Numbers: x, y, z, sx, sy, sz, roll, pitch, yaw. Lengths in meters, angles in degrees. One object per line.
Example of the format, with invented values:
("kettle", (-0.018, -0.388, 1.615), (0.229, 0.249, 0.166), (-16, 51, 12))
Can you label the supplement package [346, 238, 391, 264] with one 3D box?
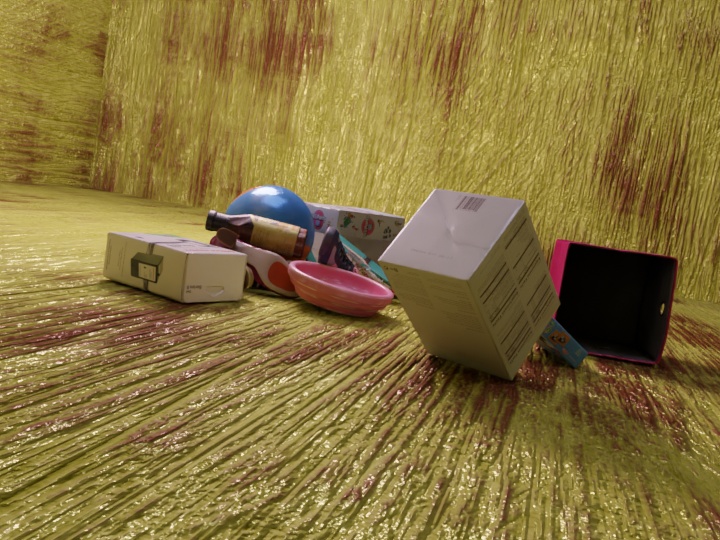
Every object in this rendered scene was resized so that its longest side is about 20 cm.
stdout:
("supplement package", (0.021, -0.030, 1.856), (0.199, 0.118, 0.117), (11, 7, 19))

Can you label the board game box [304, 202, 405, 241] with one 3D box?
("board game box", (-0.019, -0.113, 1.751), (0.199, 0.065, 0.147), (4, 8, -39))

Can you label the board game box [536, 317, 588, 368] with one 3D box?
("board game box", (0.272, 0.067, 1.245), (0.200, 0.037, 0.151), (43, 0, -11))

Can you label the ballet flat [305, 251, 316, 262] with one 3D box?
("ballet flat", (-0.161, -0.072, 1.768), (0.064, 0.201, 0.076), (-17, 20, 14))

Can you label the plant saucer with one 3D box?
("plant saucer", (-0.040, 0.036, 1.373), (0.200, 0.051, 0.201), (17, 8, -3))

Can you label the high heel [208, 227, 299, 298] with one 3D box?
("high heel", (-0.200, -0.007, 1.435), (0.200, 0.067, 0.096), (40, -25, -4))

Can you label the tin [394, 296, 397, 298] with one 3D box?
("tin", (0.082, 0.039, 1.709), (0.199, 0.042, 0.112), (7, 2, -18))

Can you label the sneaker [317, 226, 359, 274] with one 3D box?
("sneaker", (-0.038, -0.016, 1.503), (0.082, 0.070, 0.200), (19, -27, 11))

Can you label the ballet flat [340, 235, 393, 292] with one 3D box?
("ballet flat", (0.000, 0.000, 1.608), (0.200, 0.064, 0.076), (39, 18, 8))

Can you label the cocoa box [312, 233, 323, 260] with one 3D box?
("cocoa box", (-0.075, -0.072, 2.019), (0.199, 0.134, 0.131), (11, 5, 14))

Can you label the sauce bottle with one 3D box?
("sauce bottle", (-0.205, -0.076, 1.483), (0.199, 0.066, 0.066), (15, 6, -5))

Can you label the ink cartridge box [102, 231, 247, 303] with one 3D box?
("ink cartridge box", (-0.315, -0.008, 1.280), (0.199, 0.084, 0.145), (14, 8, 32))

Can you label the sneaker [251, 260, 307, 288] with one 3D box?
("sneaker", (-0.177, 0.006, 1.514), (0.199, 0.076, 0.116), (15, -5, -1))

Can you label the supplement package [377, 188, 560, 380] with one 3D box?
("supplement package", (0.155, 0.017, 1.035), (0.151, 0.151, 0.200), (14, -35, 42))

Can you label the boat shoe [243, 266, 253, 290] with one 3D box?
("boat shoe", (-0.266, -0.004, 1.377), (0.199, 0.074, 0.066), (13, 12, 32))

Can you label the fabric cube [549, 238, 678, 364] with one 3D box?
("fabric cube", (0.461, 0.052, 1.421), (0.199, 0.197, 0.199), (9, 4, 8))

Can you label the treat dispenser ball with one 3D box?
("treat dispenser ball", (-0.198, -0.084, 1.617), (0.200, 0.202, 0.201), (9, 6, -1))
